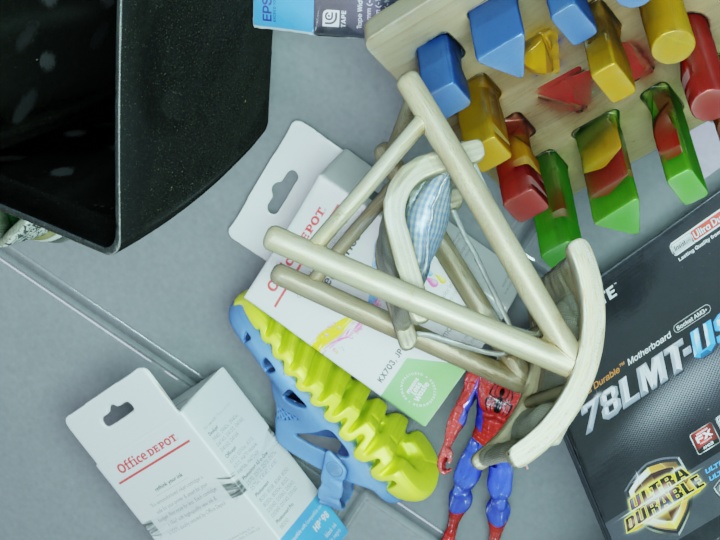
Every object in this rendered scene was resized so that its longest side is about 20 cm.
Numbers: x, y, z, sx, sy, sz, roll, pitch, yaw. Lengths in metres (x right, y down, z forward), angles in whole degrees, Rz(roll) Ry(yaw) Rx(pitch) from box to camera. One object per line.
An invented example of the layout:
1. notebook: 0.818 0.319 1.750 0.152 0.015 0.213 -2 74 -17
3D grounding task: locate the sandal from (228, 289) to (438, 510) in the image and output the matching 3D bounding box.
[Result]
1. sandal: -0.034 0.102 1.179 0.087 0.079 0.201 -35 95 30

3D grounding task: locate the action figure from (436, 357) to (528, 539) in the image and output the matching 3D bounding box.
1. action figure: 0.086 0.145 1.132 0.064 0.099 0.202 14 118 10

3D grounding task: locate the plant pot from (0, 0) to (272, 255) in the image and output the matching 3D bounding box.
1. plant pot: -0.163 -0.152 1.048 0.198 0.177 0.203 20 117 33

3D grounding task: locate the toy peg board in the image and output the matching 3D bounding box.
1. toy peg board: 0.139 -0.107 0.975 0.199 0.099 0.199 -29 134 23

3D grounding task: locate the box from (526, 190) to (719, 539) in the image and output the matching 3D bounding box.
1. box: 0.221 0.074 1.038 0.199 0.049 0.200 -36 58 26

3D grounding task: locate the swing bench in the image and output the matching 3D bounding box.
1. swing bench: 0.055 0.013 0.974 0.200 0.199 0.130 41 83 2

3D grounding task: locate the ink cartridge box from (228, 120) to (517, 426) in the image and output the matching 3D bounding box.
1. ink cartridge box: 0.000 0.000 1.131 0.199 0.067 0.118 35 116 3

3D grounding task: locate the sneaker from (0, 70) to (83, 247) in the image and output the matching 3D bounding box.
1. sneaker: -0.239 -0.104 1.157 0.076 0.089 0.203 8 112 15

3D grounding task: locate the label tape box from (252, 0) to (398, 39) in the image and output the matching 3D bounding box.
1. label tape box: 0.034 -0.222 1.023 0.197 0.066 0.145 5 112 7

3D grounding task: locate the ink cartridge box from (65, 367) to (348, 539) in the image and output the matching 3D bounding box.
1. ink cartridge box: -0.116 0.155 1.215 0.115 0.067 0.201 -31 98 40
